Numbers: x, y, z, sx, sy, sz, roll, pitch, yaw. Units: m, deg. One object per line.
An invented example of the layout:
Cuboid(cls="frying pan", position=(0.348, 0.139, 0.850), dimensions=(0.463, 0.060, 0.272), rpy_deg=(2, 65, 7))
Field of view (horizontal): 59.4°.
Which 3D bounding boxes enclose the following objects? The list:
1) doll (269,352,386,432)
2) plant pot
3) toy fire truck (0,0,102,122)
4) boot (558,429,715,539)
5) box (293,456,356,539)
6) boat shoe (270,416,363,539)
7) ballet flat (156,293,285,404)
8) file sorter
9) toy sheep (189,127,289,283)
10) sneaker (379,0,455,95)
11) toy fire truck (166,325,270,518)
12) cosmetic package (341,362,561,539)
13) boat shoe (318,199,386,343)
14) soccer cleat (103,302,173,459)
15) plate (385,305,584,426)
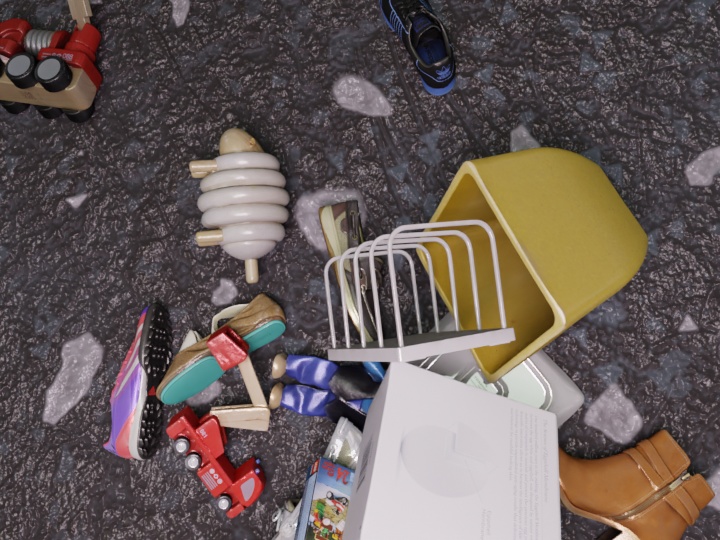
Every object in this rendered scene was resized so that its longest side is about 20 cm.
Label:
Cuboid(cls="doll", position=(-0.018, 0.166, 0.804), dimensions=(0.193, 0.048, 0.141), rpy_deg=(9, 97, 15))
Cuboid(cls="plant pot", position=(0.213, -0.022, 0.741), dimensions=(0.195, 0.195, 0.199), rpy_deg=(-21, 71, -22))
Cuboid(cls="toy fire truck", position=(-0.471, -0.352, 0.947), dimensions=(0.170, 0.129, 0.206), rpy_deg=(9, 69, 10))
Cuboid(cls="boot", position=(0.301, 0.236, 0.738), dimensions=(0.154, 0.077, 0.202), rpy_deg=(-38, 77, -1))
Cuboid(cls="box", position=(0.021, 0.309, 0.691), dimensions=(0.196, 0.038, 0.139), rpy_deg=(27, 43, -16))
Cuboid(cls="boat shoe", position=(-0.060, 0.277, 0.774), dimensions=(0.064, 0.074, 0.204), rpy_deg=(39, 94, 7))
Cuboid(cls="ballet flat", position=(-0.192, 0.097, 0.846), dimensions=(0.197, 0.068, 0.073), rpy_deg=(-35, 56, 0))
Cuboid(cls="file sorter", position=(0.052, 0.028, 0.704), dimensions=(0.135, 0.199, 0.129), rpy_deg=(-6, 85, -24))
Cuboid(cls="toy sheep", position=(-0.157, -0.086, 0.841), dimensions=(0.133, 0.138, 0.208), rpy_deg=(-4, 93, 7))
Cuboid(cls="sneaker", position=(0.080, -0.348, 0.882), dimensions=(0.069, 0.078, 0.204), rpy_deg=(-27, 77, 2))
Cuboid(cls="toy fire truck", position=(-0.164, 0.191, 0.795), dimensions=(0.139, 0.049, 0.203), rpy_deg=(-34, 100, -3))
Cuboid(cls="cosmetic package", position=(0.094, 0.234, 0.655), dimensions=(0.194, 0.125, 0.203), rpy_deg=(18, 48, -3))
Cuboid(cls="boat shoe", position=(0.000, 0.000, 0.828), dimensions=(0.063, 0.073, 0.206), rpy_deg=(-21, 78, 6))
Cuboid(cls="soccer cleat", position=(-0.302, 0.146, 0.848), dimensions=(0.071, 0.068, 0.207), rpy_deg=(0, 80, 16))
Cuboid(cls="plate", position=(0.150, 0.152, 0.799), dimensions=(0.199, 0.032, 0.201), rpy_deg=(-41, 77, -1))
